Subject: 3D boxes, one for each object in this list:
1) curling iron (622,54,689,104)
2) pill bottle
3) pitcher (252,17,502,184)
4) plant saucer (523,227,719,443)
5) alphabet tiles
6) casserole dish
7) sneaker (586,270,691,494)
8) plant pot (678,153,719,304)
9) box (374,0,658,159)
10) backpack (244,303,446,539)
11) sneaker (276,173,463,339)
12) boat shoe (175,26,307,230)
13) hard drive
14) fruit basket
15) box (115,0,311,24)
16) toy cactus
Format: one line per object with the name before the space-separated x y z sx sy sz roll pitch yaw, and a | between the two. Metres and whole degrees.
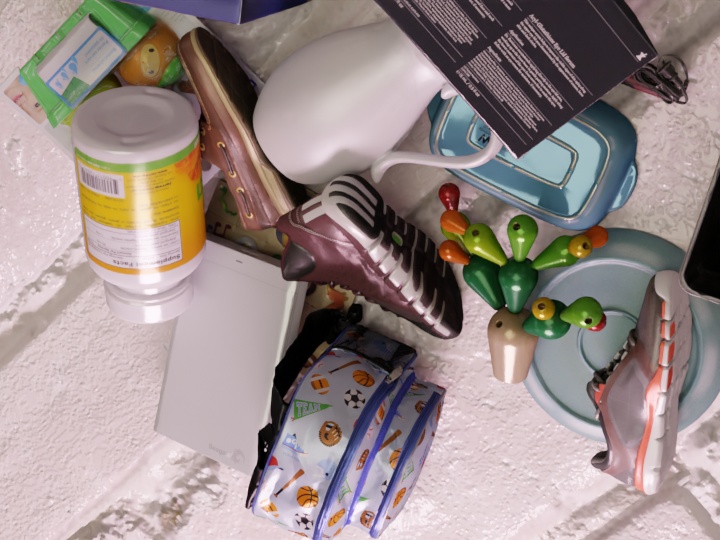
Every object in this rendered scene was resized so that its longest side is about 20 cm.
curling iron | 0.190 -0.190 1.497 0.200 0.026 0.050 24 147 17
pill bottle | -0.196 -0.055 1.577 0.111 0.111 0.200 13 129 17
pitcher | 0.017 -0.137 1.517 0.200 0.121 0.172 -32 81 27
plant saucer | 0.225 0.063 1.551 0.200 0.027 0.200 5 104 19
alphabet tiles | -0.087 0.010 1.663 0.166 0.006 0.200 29 111 11
casserole dish | 0.145 -0.110 1.531 0.200 0.039 0.121 28 111 12
sneaker | 0.231 0.094 1.504 0.082 0.077 0.200 12 107 24
plant pot | 0.387 -0.064 1.378 0.200 0.177 0.200 20 110 15
box | 0.114 -0.207 1.363 0.141 0.079 0.200 -35 120 18
backpack | -0.018 0.157 1.572 0.154 0.190 0.200 21 111 18
sneaker | 0.000 0.000 1.568 0.115 0.076 0.200 -21 126 30
boat shoe | -0.118 -0.121 1.577 0.068 0.072 0.200 -21 113 16
hard drive | -0.123 0.078 1.650 0.132 0.026 0.200 21 105 32
fruit basket | -0.205 -0.158 1.615 0.185 0.094 0.200 -43 96 15
box | -0.131 -0.243 1.509 0.121 0.200 0.032 13 108 17
toy cactus | 0.138 0.018 1.523 0.200 0.102 0.165 28 130 35
